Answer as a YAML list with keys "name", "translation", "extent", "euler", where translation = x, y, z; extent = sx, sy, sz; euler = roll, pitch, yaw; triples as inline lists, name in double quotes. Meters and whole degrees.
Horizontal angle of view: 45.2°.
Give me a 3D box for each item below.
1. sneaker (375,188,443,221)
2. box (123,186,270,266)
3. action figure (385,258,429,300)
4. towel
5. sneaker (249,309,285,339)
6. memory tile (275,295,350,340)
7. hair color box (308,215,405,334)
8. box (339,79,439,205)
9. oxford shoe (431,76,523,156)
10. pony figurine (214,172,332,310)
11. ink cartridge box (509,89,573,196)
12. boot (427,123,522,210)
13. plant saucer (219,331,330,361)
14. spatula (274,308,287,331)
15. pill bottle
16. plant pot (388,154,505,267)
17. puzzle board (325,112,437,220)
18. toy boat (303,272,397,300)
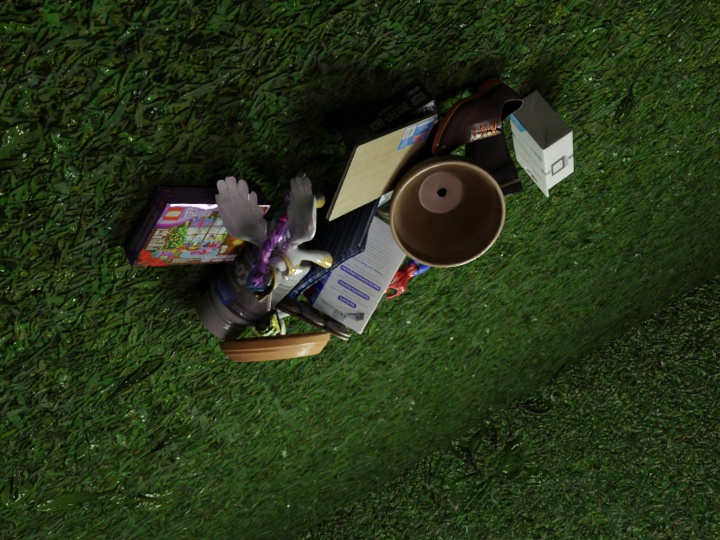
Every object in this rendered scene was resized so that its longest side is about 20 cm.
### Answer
- name: "sneaker"
  translation: [0.103, -0.149, 1.612]
  extent: [0.198, 0.077, 0.090]
  euler: [-18, 123, -30]
- name: "box"
  translation: [-0.251, -0.067, 1.344]
  extent: [0.198, 0.039, 0.137]
  euler: [-4, 141, -46]
- name: "action figure"
  translation: [0.104, -0.004, 1.834]
  extent: [0.199, 0.066, 0.099]
  euler: [-34, -175, -27]
- name: "towel"
  translation: [-0.045, -0.039, 1.495]
  extent: [0.024, 0.146, 0.199]
  euler: [40, 131, -20]
- name: "sneaker"
  translation: [-0.184, 0.085, 1.645]
  extent: [0.075, 0.077, 0.200]
  euler: [-32, 152, 3]
- name: "memory tile"
  translation: [-0.091, 0.080, 1.604]
  extent: [0.017, 0.151, 0.200]
  euler: [-64, -173, 2]
- name: "hair color box"
  translation: [0.000, 0.000, 1.593]
  extent: [0.202, 0.108, 0.065]
  euler: [-60, -164, 2]
- name: "box"
  translation: [0.061, -0.207, 1.457]
  extent: [0.156, 0.050, 0.200]
  euler: [-33, 154, -1]
- name: "oxford shoe"
  translation: [0.196, -0.251, 1.451]
  extent: [0.200, 0.072, 0.072]
  euler: [-44, 153, -23]
- name: "pony figurine"
  translation: [-0.116, -0.058, 1.313]
  extent: [0.164, 0.196, 0.200]
  euler: [2, -162, 24]
- name: "ink cartridge box"
  translation: [0.349, -0.240, 1.661]
  extent: [0.066, 0.117, 0.200]
  euler: [-34, 155, 0]
- name: "boot"
  translation: [0.186, -0.187, 1.584]
  extent: [0.197, 0.141, 0.077]
  euler: [-14, 180, -12]
- name: "plant saucer"
  translation: [-0.151, 0.136, 1.538]
  extent: [0.196, 0.038, 0.200]
  euler: [-6, 178, 0]
- name: "spatula"
  translation: [-0.140, 0.081, 1.675]
  extent: [0.020, 0.058, 0.200]
  euler: [-14, -179, 13]
- name: "pill bottle"
  translation: [-0.186, 0.021, 1.487]
  extent: [0.200, 0.114, 0.113]
  euler: [-45, 152, 20]
- name: "plant pot"
  translation: [0.143, -0.114, 1.481]
  extent: [0.197, 0.093, 0.204]
  euler: [-2, 122, -3]
- name: "puzzle board"
  translation: [0.033, -0.168, 1.367]
  extent: [0.199, 0.017, 0.152]
  euler: [-30, 154, -42]
- name: "toy boat"
  translation: [-0.008, 0.028, 1.687]
  extent: [0.198, 0.132, 0.131]
  euler: [-14, 149, -35]
